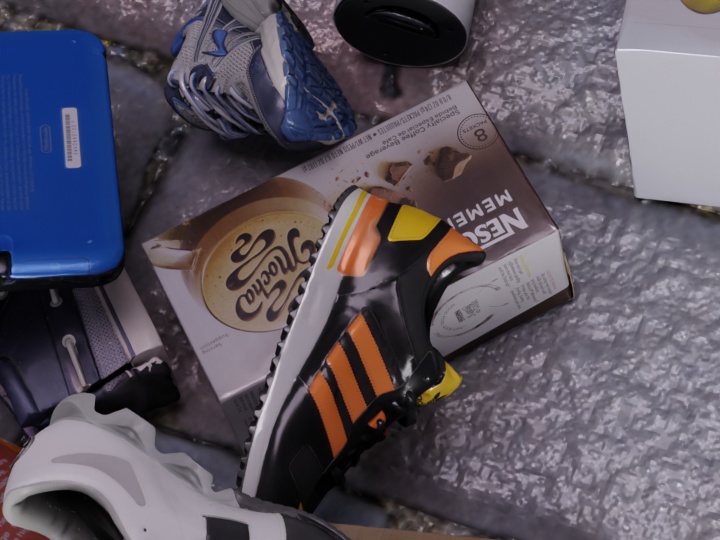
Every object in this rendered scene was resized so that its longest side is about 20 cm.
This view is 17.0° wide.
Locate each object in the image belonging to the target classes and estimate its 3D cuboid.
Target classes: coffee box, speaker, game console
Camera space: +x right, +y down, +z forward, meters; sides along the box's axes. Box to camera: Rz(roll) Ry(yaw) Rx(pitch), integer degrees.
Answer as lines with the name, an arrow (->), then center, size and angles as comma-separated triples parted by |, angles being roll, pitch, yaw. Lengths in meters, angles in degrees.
coffee box -> 0.000, 0.000, 1.295 | 0.200, 0.080, 0.113 | -26, 59, -4
speaker -> 0.040, -0.221, 1.411 | 0.081, 0.081, 0.200 | 4, 62, 14
game console -> -0.219, -0.026, 1.312 | 0.170, 0.118, 0.200 | -3, 45, -8

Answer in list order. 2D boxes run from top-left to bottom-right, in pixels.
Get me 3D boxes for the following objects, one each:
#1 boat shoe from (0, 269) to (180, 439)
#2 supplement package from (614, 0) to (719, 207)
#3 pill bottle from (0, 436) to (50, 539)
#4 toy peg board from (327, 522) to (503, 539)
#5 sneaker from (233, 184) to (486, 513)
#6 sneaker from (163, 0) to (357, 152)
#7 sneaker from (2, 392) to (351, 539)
boat shoe -> -0.180, 0.006, 1.332 | 0.093, 0.075, 0.200 | -25, 58, -8
supplement package -> 0.232, -0.152, 1.290 | 0.152, 0.151, 0.200 | 7, 63, 15
pill bottle -> -0.188, 0.146, 1.234 | 0.200, 0.112, 0.112 | 27, 69, 23
toy peg board -> 0.031, 0.238, 1.163 | 0.199, 0.098, 0.200 | 2, 60, 31
sneaker -> 0.001, 0.061, 1.192 | 0.090, 0.070, 0.200 | 17, 79, 5
sneaker -> -0.062, -0.102, 1.347 | 0.085, 0.077, 0.200 | -36, 25, 5
sneaker -> -0.079, 0.141, 1.127 | 0.200, 0.074, 0.089 | 27, 35, 8
